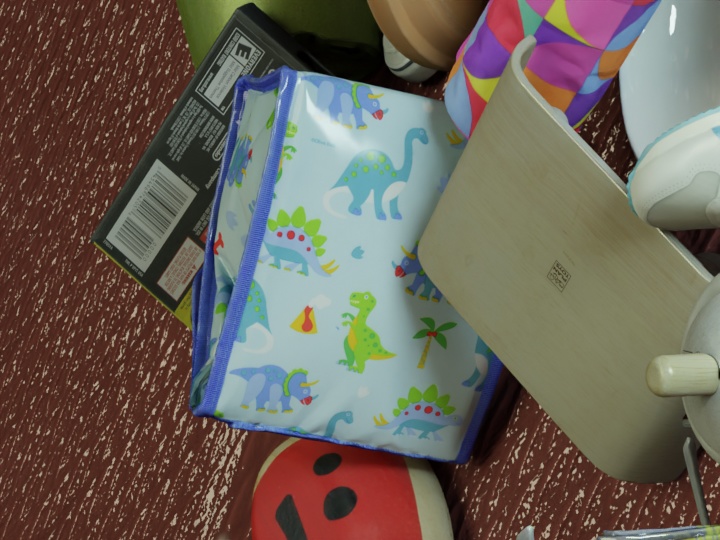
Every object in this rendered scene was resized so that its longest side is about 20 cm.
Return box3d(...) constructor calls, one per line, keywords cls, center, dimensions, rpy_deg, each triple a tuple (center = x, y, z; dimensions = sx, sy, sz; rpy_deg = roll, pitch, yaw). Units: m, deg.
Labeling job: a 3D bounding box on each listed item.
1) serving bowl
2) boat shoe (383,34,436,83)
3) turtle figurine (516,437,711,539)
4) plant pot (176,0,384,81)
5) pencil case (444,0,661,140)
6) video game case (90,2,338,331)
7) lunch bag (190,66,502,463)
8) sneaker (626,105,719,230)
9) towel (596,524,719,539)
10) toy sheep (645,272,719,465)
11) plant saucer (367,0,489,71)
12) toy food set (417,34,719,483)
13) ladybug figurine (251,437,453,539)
box3d(cls="serving bowl", center=(0.203, -0.137, 1.401), dimensions=(0.200, 0.065, 0.201), rpy_deg=(-169, 90, -73))
box3d(cls="boat shoe", center=(0.045, -0.219, 1.705), dimensions=(0.073, 0.065, 0.201), rpy_deg=(23, 96, 58))
box3d(cls="turtle figurine", center=(0.134, 0.198, 1.317), dimensions=(0.194, 0.199, 0.144), rpy_deg=(-57, 1, 34))
box3d(cls="plant pot", center=(-0.055, -0.218, 1.775), dimensions=(0.200, 0.199, 0.191), rpy_deg=(-25, 68, 51))
box3d(cls="pencil case", center=(0.113, -0.145, 1.442), dimensions=(0.200, 0.088, 0.089), rpy_deg=(118, 148, -43))
box3d(cls="video game case", center=(-0.055, -0.035, 1.715), dimensions=(0.181, 0.025, 0.200), rpy_deg=(41, 120, 10))
box3d(cls="lunch bag", center=(0.000, 0.000, 1.566), dimensions=(0.127, 0.169, 0.201), rpy_deg=(175, 105, -73))
box3d(cls="sneaker", center=(0.218, -0.035, 1.286), dimensions=(0.199, 0.076, 0.081), rpy_deg=(-6, 72, 28))
box3d(cls="towel", center=(0.174, 0.206, 1.214), dimensions=(0.023, 0.143, 0.201), rpy_deg=(167, 101, -76))
box3d(cls="toy sheep", center=(0.209, 0.044, 1.202), dimensions=(0.138, 0.199, 0.139), rpy_deg=(-15, 72, 55))
box3d(cls="plant saucer", center=(0.067, -0.212, 1.554), dimensions=(0.032, 0.200, 0.201), rpy_deg=(11, 86, 35))
box3d(cls="toy food set", center=(0.122, -0.005, 1.421), dimensions=(0.200, 0.060, 0.144), rpy_deg=(49, 136, 23))
box3d(cls="ladybug figurine", center=(-0.011, 0.162, 1.614), dimensions=(0.136, 0.072, 0.200), rpy_deg=(-58, 33, 15))
